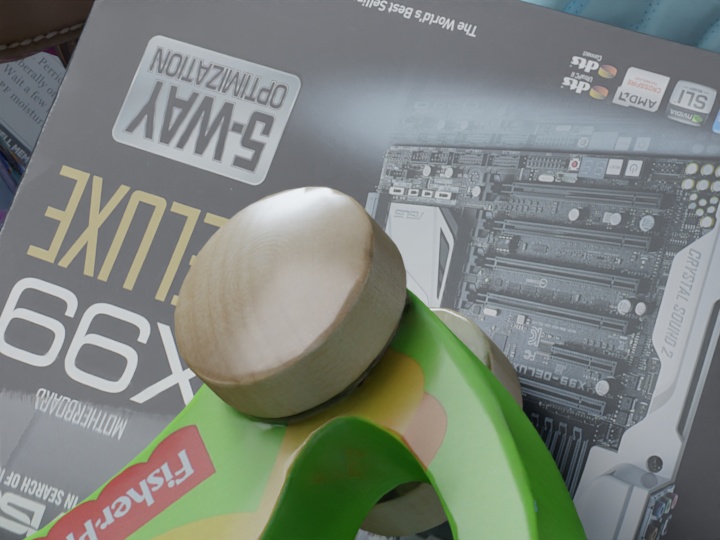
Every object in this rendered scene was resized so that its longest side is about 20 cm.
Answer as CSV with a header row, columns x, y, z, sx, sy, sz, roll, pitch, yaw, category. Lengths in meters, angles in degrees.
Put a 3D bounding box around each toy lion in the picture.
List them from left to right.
x,y,z,sx,sy,sz,roll,pitch,yaw,category
-0.038,0.107,0.536,0.200,0.069,0.192,-37,43,8,toy lion

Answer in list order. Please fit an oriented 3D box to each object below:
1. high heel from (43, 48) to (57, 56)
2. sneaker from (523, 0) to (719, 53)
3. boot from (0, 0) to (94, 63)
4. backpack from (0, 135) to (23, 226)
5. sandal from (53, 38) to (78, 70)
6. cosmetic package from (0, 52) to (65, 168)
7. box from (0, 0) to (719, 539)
x,y,z,sx,sy,sz,roll,pitch,yaw,category
-0.129,-0.111,0.968,0.200,0.096,0.068,-3,-69,-70,high heel
0.094,-0.082,0.718,0.199,0.082,0.074,-27,13,28,sneaker
-0.023,-0.106,0.832,0.199,0.072,0.155,-30,32,-17,boot
-0.160,0.041,0.953,0.176,0.200,0.153,-39,21,-16,backpack
-0.065,-0.057,0.985,0.054,0.200,0.080,31,72,33,sandal
-0.100,-0.106,1.227,0.200,0.123,0.199,-46,20,-1,cosmetic package
0.011,0.018,0.643,0.199,0.050,0.158,19,81,26,box
